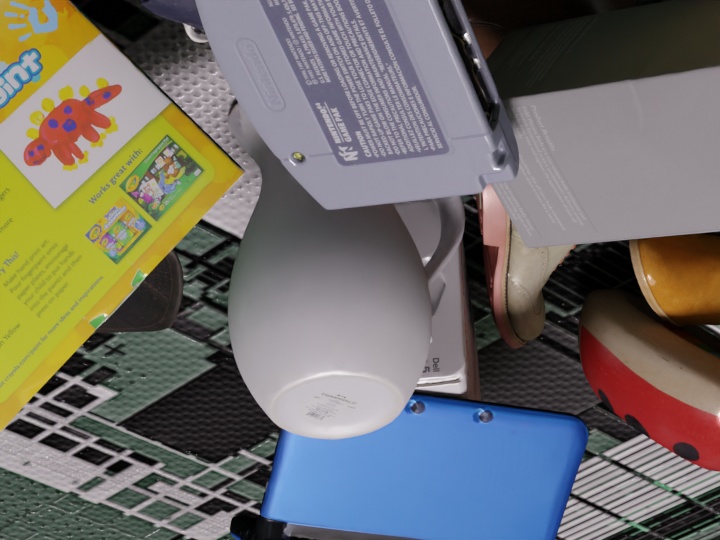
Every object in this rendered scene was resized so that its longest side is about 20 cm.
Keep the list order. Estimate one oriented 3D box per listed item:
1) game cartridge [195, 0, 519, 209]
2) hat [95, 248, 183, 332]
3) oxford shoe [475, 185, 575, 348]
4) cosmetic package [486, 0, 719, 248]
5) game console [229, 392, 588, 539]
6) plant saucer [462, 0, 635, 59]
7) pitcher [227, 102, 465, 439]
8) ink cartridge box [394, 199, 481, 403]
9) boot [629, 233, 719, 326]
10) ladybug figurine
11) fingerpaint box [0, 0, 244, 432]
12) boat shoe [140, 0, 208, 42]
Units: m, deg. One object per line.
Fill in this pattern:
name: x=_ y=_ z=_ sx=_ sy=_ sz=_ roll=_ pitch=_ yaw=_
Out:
game cartridge: x=-0.009 y=-0.116 z=1.114 sx=0.132 sy=0.041 sz=0.201 roll=-8 pitch=132 yaw=21
hat: x=-0.193 y=-0.036 z=1.343 sx=0.199 sy=0.081 sz=0.201 roll=14 pitch=149 yaw=8
oxford shoe: x=0.116 y=-0.015 z=1.415 sx=0.073 sy=0.071 sz=0.201 roll=-8 pitch=147 yaw=2
cosmetic package: x=0.159 y=-0.081 z=1.164 sx=0.199 sy=0.090 sz=0.107 roll=-5 pitch=126 yaw=41
game console: x=0.028 y=0.138 z=1.419 sx=0.198 sy=0.120 sz=0.171 roll=9 pitch=177 yaw=-13
plant saucer: x=0.063 y=-0.138 z=1.260 sx=0.198 sy=0.032 sz=0.201 roll=-3 pitch=148 yaw=-2
pitcher: x=0.000 y=0.000 z=1.308 sx=0.170 sy=0.202 sz=0.121 roll=16 pitch=143 yaw=-29
ink cartridge box: x=0.036 y=0.064 z=1.457 sx=0.083 sy=0.147 sz=0.201 roll=-5 pitch=146 yaw=5
boot: x=0.279 y=-0.005 z=1.437 sx=0.143 sy=0.071 sz=0.201 roll=-17 pitch=157 yaw=31
ladybug figurine: x=0.215 y=0.078 z=1.459 sx=0.135 sy=0.200 sz=0.072 roll=21 pitch=101 yaw=-32
fingerpaint box: x=-0.194 y=-0.043 z=1.197 sx=0.167 sy=0.073 sz=0.200 roll=43 pitch=90 yaw=-16
boat shoe: x=-0.054 y=-0.147 z=1.179 sx=0.092 sy=0.075 sz=0.200 roll=-20 pitch=122 yaw=33
